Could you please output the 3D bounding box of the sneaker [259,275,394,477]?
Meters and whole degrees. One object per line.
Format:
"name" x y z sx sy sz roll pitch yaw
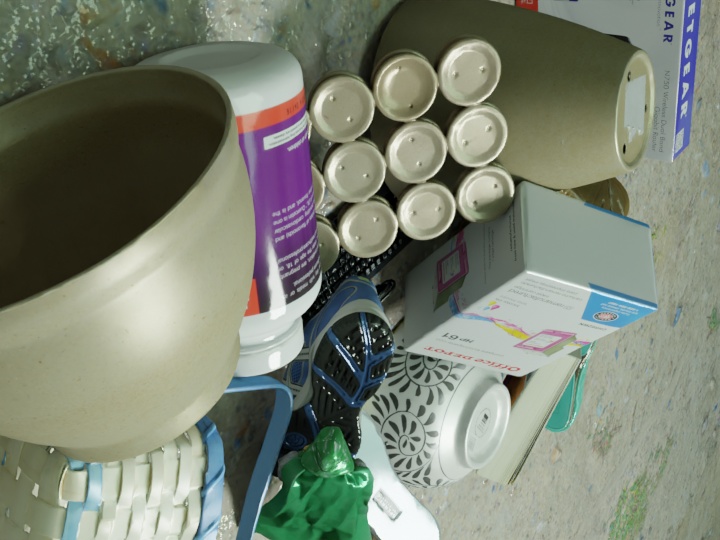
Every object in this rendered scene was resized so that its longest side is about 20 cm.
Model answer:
"sneaker" -0.026 0.094 0.698 0.074 0.078 0.202 20 123 -16

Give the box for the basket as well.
"basket" -0.134 0.150 0.548 0.198 0.138 0.181 13 94 -46

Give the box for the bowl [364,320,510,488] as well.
"bowl" 0.093 0.144 0.888 0.199 0.093 0.206 -23 120 -46

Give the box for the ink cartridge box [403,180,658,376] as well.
"ink cartridge box" 0.144 0.019 0.780 0.142 0.200 0.087 14 62 -22

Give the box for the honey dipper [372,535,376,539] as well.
"honey dipper" -0.028 0.288 0.833 0.198 0.037 0.039 0 104 -55

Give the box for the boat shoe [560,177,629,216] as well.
"boat shoe" 0.194 -0.109 0.907 0.199 0.065 0.074 42 69 -14

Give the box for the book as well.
"book" 0.187 0.119 0.956 0.135 0.047 0.203 -69 178 -53

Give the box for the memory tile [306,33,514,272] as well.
"memory tile" 0.018 -0.085 0.659 0.195 0.017 0.156 -16 121 -1

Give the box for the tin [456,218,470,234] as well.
"tin" 0.154 0.010 0.966 0.113 0.041 0.202 -54 140 -31

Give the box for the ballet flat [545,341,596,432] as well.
"ballet flat" 0.275 0.112 1.155 0.070 0.066 0.205 -20 122 -75

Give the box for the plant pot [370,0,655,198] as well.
"plant pot" 0.138 -0.140 0.733 0.186 0.196 0.192 -17 111 -52

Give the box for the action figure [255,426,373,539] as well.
"action figure" -0.031 0.168 0.660 0.201 0.115 0.056 106 -13 -58

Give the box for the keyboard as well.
"keyboard" 0.000 0.000 0.754 0.200 0.039 0.106 -42 133 -35

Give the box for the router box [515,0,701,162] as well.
"router box" 0.245 -0.226 0.872 0.049 0.177 0.204 -34 129 -40

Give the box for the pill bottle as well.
"pill bottle" -0.084 -0.038 0.566 0.112 0.111 0.205 -31 126 -42

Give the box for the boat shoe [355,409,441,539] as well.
"boat shoe" 0.002 0.189 0.806 0.074 0.068 0.200 -46 113 -15

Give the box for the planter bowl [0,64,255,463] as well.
"planter bowl" -0.136 0.007 0.439 0.200 0.197 0.137 -46 136 -31
